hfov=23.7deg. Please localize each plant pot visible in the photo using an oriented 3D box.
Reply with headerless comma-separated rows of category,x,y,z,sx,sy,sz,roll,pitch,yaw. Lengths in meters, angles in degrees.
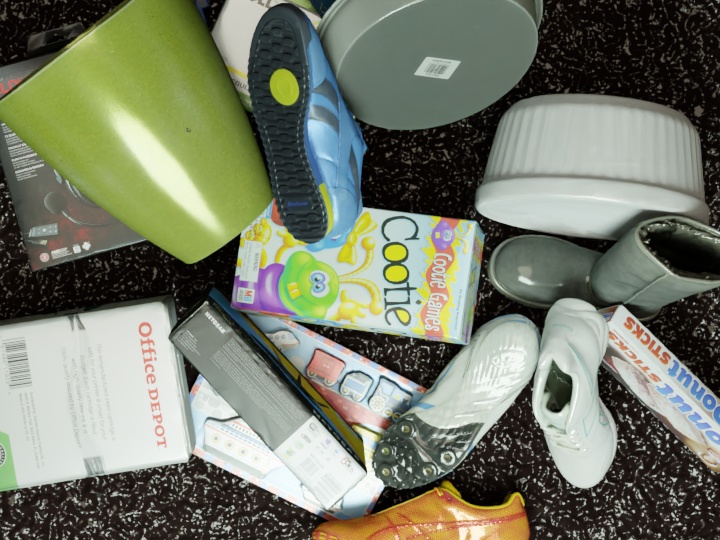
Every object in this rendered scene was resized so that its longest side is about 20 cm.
plant pot,-0.165,-0.112,1.399,0.187,0.187,0.200,-38,103,1

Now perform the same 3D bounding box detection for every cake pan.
cake pan,0.059,-0.183,1.417,0.200,0.200,0.037,-15,59,-1

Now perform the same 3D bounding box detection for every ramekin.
ramekin,0.202,-0.089,1.483,0.202,0.202,0.094,6,82,-3

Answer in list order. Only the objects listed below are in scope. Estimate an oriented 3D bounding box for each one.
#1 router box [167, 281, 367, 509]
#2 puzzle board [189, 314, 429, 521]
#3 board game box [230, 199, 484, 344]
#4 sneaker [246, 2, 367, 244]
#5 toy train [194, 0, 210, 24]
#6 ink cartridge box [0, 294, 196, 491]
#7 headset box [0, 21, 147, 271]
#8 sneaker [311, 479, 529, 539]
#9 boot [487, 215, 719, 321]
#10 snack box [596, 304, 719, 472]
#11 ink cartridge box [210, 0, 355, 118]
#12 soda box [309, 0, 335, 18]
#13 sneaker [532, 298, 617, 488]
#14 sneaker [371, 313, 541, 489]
router box,-0.079,0.105,1.486,0.051,0.149,0.200,-42,96,2
puzzle board,-0.056,0.134,1.572,0.200,0.017,0.151,27,93,-4
board game box,0.000,0.000,1.495,0.200,0.105,0.103,7,86,9
sneaker,-0.038,-0.124,1.397,0.066,0.078,0.200,7,116,39
toy train,-0.175,-0.290,1.527,0.046,0.034,0.200,-19,94,-13
ink cartridge box,-0.254,0.108,1.523,0.200,0.084,0.146,-8,94,1
headset box,-0.242,-0.116,1.514,0.149,0.077,0.200,-15,96,-1
sneaker,0.054,0.232,1.568,0.200,0.073,0.077,-1,78,-9
boot,0.215,-0.005,1.479,0.181,0.200,0.073,8,84,-5
snack box,0.278,0.108,1.543,0.200,0.072,0.024,43,66,-13
ink cartridge box,-0.045,-0.226,1.514,0.148,0.076,0.200,24,94,-4
soda box,-0.049,-0.314,1.477,0.064,0.068,0.200,-30,78,-22
sneaker,0.181,0.124,1.520,0.070,0.080,0.201,8,129,26
sneaker,0.090,0.122,1.552,0.072,0.072,0.200,44,98,5
